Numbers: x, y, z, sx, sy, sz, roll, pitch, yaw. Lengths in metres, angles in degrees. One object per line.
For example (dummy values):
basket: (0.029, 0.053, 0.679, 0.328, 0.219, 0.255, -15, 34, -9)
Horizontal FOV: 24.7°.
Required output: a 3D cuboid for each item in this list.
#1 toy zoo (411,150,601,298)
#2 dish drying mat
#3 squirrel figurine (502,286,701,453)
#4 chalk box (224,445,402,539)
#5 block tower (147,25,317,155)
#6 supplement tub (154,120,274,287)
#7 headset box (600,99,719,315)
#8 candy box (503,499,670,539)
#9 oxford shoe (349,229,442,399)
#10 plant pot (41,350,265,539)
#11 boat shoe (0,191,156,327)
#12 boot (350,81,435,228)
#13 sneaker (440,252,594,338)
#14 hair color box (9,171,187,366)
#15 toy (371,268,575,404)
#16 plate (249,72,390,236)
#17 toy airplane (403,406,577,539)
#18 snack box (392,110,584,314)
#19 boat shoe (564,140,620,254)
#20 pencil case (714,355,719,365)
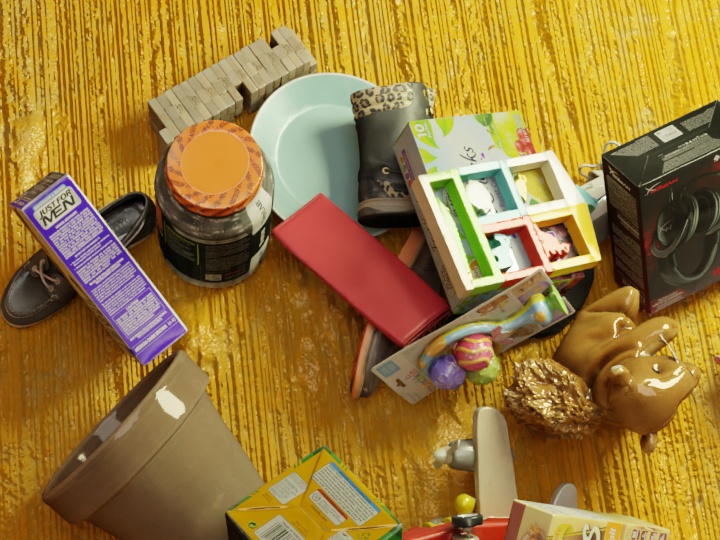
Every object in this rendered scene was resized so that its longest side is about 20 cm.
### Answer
toy zoo: (0.161, -0.052, 1.665, 0.199, 0.020, 0.132, -11, 69, -28)
dish drying mat: (0.000, 0.000, 1.714, 0.077, 0.018, 0.200, -39, 63, -22)
squirrel figurine: (0.246, 0.125, 1.653, 0.199, 0.187, 0.142, -20, 105, 1)
chalk box: (-0.041, 0.293, 1.568, 0.124, 0.201, 0.125, -32, 54, -25)
block tower: (-0.145, -0.199, 1.819, 0.199, 0.054, 0.058, -33, 75, -16)
supplement tub: (-0.150, -0.069, 1.691, 0.122, 0.200, 0.123, 2, 70, -5)
headset box: (0.344, -0.058, 1.749, 0.148, 0.201, 0.077, -24, 40, -14)
candy box: (0.213, 0.292, 1.590, 0.055, 0.199, 0.116, 13, 89, 44)
oxford shoe: (0.047, 0.053, 1.734, 0.073, 0.071, 0.201, 25, 69, 2)
plant pot: (-0.184, 0.207, 1.611, 0.175, 0.200, 0.200, 45, 71, -9)
boat shoe: (-0.300, -0.019, 1.735, 0.200, 0.057, 0.067, -39, 77, -17)
boot: (0.082, -0.126, 1.787, 0.199, 0.073, 0.152, -5, 75, -16)
sneaker: (0.170, 0.039, 1.741, 0.199, 0.091, 0.076, -32, 74, -17)
hair color box: (-0.266, -0.003, 1.662, 0.065, 0.109, 0.200, -38, 105, -12)
toy: (0.122, 0.083, 1.665, 0.199, 0.115, 0.047, -34, 57, 9)
plate: (-0.028, -0.122, 1.806, 0.199, 0.026, 0.201, 5, 70, -14)
toy airplane: (0.126, 0.267, 1.642, 0.199, 0.141, 0.200, 50, 58, -27)
snack box: (0.131, -0.063, 1.704, 0.141, 0.053, 0.201, -9, 67, -27)
boat shoe: (0.277, -0.096, 1.812, 0.201, 0.075, 0.086, -33, 60, -24)
pencil case: (0.467, 0.051, 1.768, 0.093, 0.091, 0.200, 32, 68, 14)
